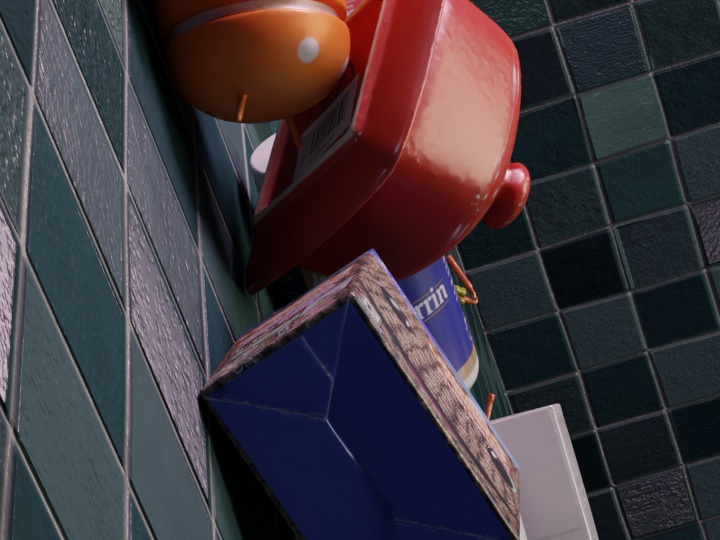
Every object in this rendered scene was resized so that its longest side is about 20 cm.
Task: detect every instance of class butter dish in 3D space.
[{"bbox_3d":[0.037,-0.074,1.604,0.148,0.200,0.200,28,54,-19],"label":"butter dish"}]

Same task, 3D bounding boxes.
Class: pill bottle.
[{"bbox_3d":[0.000,0.000,1.763,0.116,0.115,0.200,-95,167,-66],"label":"pill bottle"}]

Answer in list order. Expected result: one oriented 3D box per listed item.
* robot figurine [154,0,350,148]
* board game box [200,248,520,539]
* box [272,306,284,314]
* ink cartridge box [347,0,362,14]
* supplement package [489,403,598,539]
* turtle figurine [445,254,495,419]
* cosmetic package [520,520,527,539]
[{"bbox_3d":[-0.067,-0.175,1.557,0.144,0.116,0.200,135,-51,-66],"label":"robot figurine"},{"bbox_3d":[0.006,0.089,1.420,0.160,0.097,0.200,56,7,-5],"label":"board game box"},{"bbox_3d":[-0.001,0.139,1.673,0.158,0.050,0.200,-98,169,-58],"label":"box"},{"bbox_3d":[0.035,-0.198,2.932,0.147,0.083,0.200,60,14,-66],"label":"ink cartridge box"},{"bbox_3d":[0.100,0.194,2.000,0.200,0.151,0.151,22,52,-84],"label":"supplement package"},{"bbox_3d":[0.088,0.086,2.713,0.161,0.064,0.200,-9,91,-77],"label":"turtle figurine"},{"bbox_3d":[0.071,0.230,1.819,0.081,0.113,0.200,64,8,-62],"label":"cosmetic package"}]
